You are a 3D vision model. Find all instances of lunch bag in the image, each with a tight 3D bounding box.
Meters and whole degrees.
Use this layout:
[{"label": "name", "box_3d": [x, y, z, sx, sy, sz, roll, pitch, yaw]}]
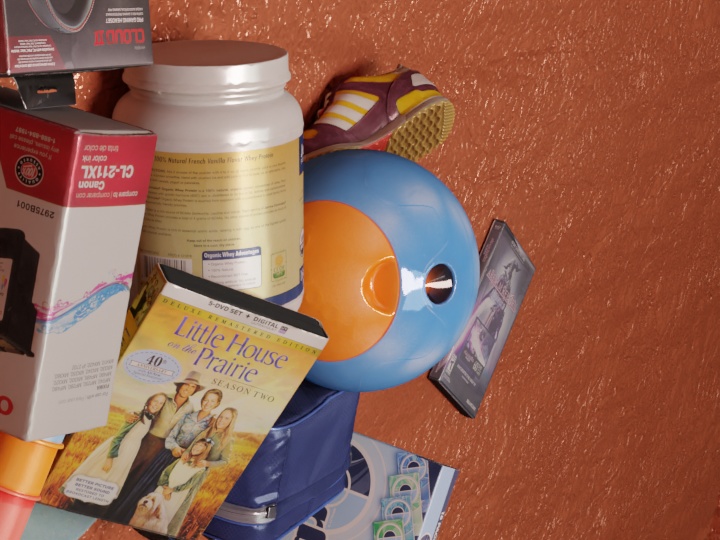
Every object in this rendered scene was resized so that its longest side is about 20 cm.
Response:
[{"label": "lunch bag", "box_3d": [-0.094, 0.155, 1.479, 0.200, 0.135, 0.133, -27, 128, -56]}]

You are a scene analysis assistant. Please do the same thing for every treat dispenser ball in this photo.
[{"label": "treat dispenser ball", "box_3d": [0.000, 0.000, 1.443, 0.201, 0.200, 0.202, -40, 139, -47]}]

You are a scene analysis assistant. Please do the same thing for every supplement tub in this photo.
[{"label": "supplement tub", "box_3d": [-0.113, -0.064, 1.293, 0.144, 0.143, 0.202, -25, 120, -56]}]

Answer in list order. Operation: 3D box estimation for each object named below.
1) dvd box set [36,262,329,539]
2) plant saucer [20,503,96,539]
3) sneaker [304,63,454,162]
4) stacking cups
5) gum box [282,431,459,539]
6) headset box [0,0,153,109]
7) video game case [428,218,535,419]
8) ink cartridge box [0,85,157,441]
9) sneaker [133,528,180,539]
[{"label": "dvd box set", "box_3d": [-0.132, 0.101, 1.256, 0.146, 0.029, 0.201, 21, 112, -34]}, {"label": "plant saucer", "box_3d": [-0.233, 0.116, 1.298, 0.201, 0.038, 0.203, -40, 138, -47]}, {"label": "sneaker", "box_3d": [-0.017, -0.120, 1.551, 0.199, 0.090, 0.075, -25, 140, -24]}, {"label": "stacking cups", "box_3d": [-0.223, 0.093, 1.198, 0.060, 0.060, 0.201, 31, 79, -63]}, {"label": "gum box", "box_3d": [-0.029, 0.228, 1.576, 0.044, 0.199, 0.171, 26, 83, -63]}, {"label": "headset box", "box_3d": [-0.204, -0.202, 1.077, 0.148, 0.074, 0.202, -14, 104, -59]}, {"label": "video game case", "box_3d": [0.143, 0.058, 2.012, 0.201, 0.019, 0.143, -66, 153, -13]}, {"label": "ink cartridge box", "box_3d": [-0.225, -0.008, 1.120, 0.083, 0.145, 0.202, -7, 111, -59]}, {"label": "sneaker", "box_3d": [-0.139, 0.129, 1.358, 0.077, 0.075, 0.201, -50, 158, -58]}]
